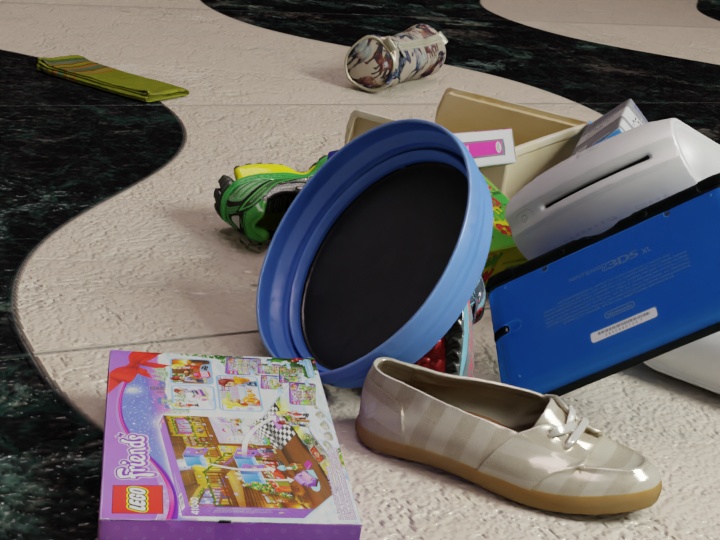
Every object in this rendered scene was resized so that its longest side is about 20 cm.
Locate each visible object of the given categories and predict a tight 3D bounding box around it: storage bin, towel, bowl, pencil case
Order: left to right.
[{"bbox_3d":[-0.324,-0.253,1.632,0.198,0.018,0.086,19,24,28],"label":"towel"},{"bbox_3d":[0.009,-0.010,0.878,0.039,0.202,0.200,35,1,-36],"label":"bowl"},{"bbox_3d":[0.057,-0.313,1.827,0.089,0.079,0.199,-21,4,31],"label":"pencil case"},{"bbox_3d":[0.109,-0.121,1.319,0.196,0.095,0.199,19,24,29],"label":"storage bin"}]

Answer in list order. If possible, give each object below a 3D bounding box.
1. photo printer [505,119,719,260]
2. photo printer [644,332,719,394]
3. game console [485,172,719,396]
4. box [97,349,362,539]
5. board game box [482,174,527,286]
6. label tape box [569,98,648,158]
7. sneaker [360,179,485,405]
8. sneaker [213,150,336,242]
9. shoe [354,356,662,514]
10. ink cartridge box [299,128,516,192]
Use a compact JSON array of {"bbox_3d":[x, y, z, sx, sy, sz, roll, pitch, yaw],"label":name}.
[{"bbox_3d":[0.222,-0.054,1.028,0.165,0.070,0.199,-26,-20,28],"label":"photo printer"},{"bbox_3d":[0.314,0.049,0.972,0.198,0.071,0.166,20,24,31],"label":"photo printer"},{"bbox_3d":[0.206,0.022,0.922,0.198,0.118,0.172,-26,44,23],"label":"game console"},{"bbox_3d":[-0.082,0.107,0.726,0.135,0.040,0.200,4,21,-11],"label":"box"},{"bbox_3d":[0.063,-0.028,1.070,0.198,0.048,0.102,-12,49,-45],"label":"board game box"},{"bbox_3d":[0.280,-0.090,1.230,0.145,0.063,0.200,52,24,-5],"label":"label tape box"},{"bbox_3d":[0.064,0.022,0.906,0.095,0.079,0.202,31,37,-35],"label":"sneaker"},{"bbox_3d":[-0.030,-0.057,1.152,0.197,0.079,0.085,-12,33,-21],"label":"sneaker"},{"bbox_3d":[0.091,0.102,0.778,0.197,0.054,0.070,13,21,15],"label":"shoe"},{"bbox_3d":[0.043,-0.093,1.049,0.094,0.038,0.199,-5,7,37],"label":"ink cartridge box"}]
